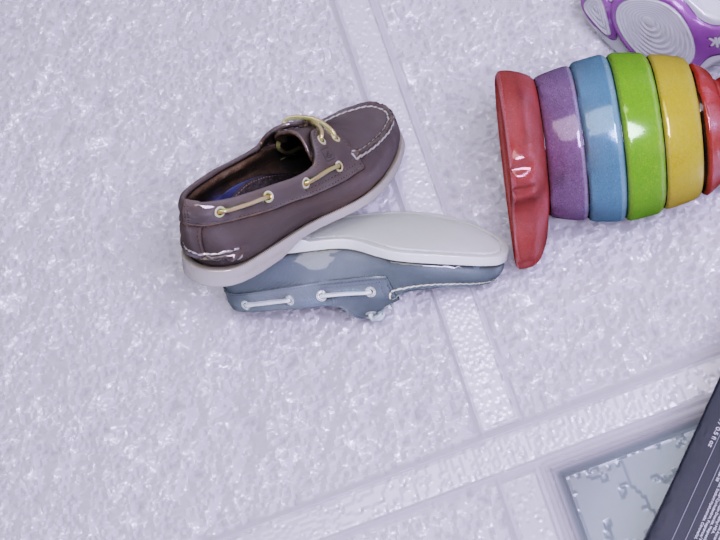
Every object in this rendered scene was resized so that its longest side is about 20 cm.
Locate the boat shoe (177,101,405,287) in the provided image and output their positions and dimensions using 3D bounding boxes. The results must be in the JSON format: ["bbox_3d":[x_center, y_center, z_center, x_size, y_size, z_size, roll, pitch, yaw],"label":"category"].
[{"bbox_3d":[-0.042,-0.064,0.997,0.072,0.060,0.200,23,46,36],"label":"boat shoe"}]

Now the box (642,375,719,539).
[{"bbox_3d":[0.268,0.106,0.875,0.141,0.079,0.201,22,76,25],"label":"box"}]

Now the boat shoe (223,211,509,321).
[{"bbox_3d":[0.000,0.000,1.016,0.199,0.073,0.062,2,113,10],"label":"boat shoe"}]

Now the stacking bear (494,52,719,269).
[{"bbox_3d":[0.189,-0.084,0.960,0.199,0.122,0.114,-7,57,4],"label":"stacking bear"}]

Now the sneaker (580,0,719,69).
[{"bbox_3d":[0.246,-0.176,1.009,0.199,0.075,0.100,9,42,27],"label":"sneaker"}]
